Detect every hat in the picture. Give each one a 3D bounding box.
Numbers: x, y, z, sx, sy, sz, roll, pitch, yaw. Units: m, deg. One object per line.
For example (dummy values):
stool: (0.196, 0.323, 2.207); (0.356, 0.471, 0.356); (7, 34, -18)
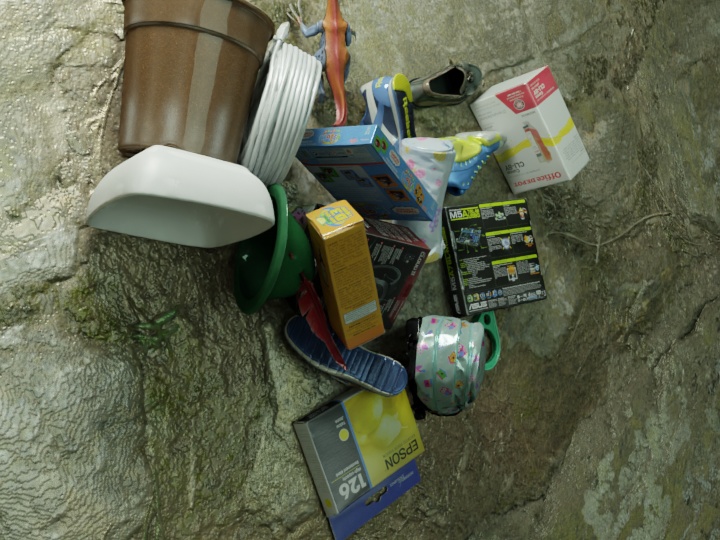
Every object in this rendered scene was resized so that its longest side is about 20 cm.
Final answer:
hat: (-0.066, -0.003, 1.033); (0.174, 0.201, 0.167); (13, 39, -26)

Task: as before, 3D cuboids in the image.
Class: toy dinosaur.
toy dinosaur: (-0.028, -0.349, 1.159); (0.104, 0.201, 0.183); (-11, 135, -28)

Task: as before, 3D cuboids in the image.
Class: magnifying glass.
magnifying glass: (0.229, 0.082, 1.388); (0.079, 0.022, 0.203); (18, 71, -35)

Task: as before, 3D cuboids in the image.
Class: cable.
cable: (-0.118, -0.206, 1.041); (0.069, 0.200, 0.202); (17, 49, -17)

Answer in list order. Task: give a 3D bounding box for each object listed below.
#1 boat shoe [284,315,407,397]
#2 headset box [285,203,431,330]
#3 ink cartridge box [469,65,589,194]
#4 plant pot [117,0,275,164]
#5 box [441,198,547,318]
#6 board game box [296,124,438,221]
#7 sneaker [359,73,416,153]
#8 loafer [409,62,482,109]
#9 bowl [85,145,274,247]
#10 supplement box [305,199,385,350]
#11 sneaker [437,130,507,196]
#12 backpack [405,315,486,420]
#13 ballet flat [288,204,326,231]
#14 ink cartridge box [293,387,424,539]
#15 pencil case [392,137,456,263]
boat shoe: (-0.029, 0.136, 1.140); (0.199, 0.072, 0.073); (31, 66, -2)
headset box: (0.000, 0.000, 1.141); (0.198, 0.077, 0.150); (10, 115, -37)
ink cartridge box: (0.317, -0.257, 1.424); (0.083, 0.144, 0.201); (-41, 108, -33)
plant pot: (-0.221, -0.234, 0.981); (0.199, 0.199, 0.201); (10, 86, -36)
box: (0.236, -0.026, 1.373); (0.198, 0.047, 0.196); (-10, 84, -32)
board game box: (0.006, -0.138, 1.124); (0.200, 0.150, 0.037); (45, 58, -47)
sneaker: (0.045, -0.222, 1.259); (0.074, 0.081, 0.202); (-37, 127, -57)
loafer: (0.162, -0.332, 1.364); (0.199, 0.063, 0.073); (-26, 100, -37)
bowl: (-0.223, -0.091, 0.943); (0.198, 0.199, 0.076); (10, 77, -36)
supplement box: (-0.019, 0.008, 1.040); (0.068, 0.067, 0.202); (-24, 130, -14)
sneaker: (0.186, -0.192, 1.368); (0.198, 0.075, 0.106); (-14, 104, -31)
backpack: (0.133, 0.139, 1.186); (0.200, 0.125, 0.169); (64, 26, -69)
ballet flat: (-0.032, -0.067, 1.170); (0.198, 0.071, 0.070); (11, 71, -36)
ink cartridge box: (0.012, 0.283, 1.177); (0.197, 0.047, 0.202); (-25, 97, -39)
pencil case: (0.099, -0.112, 1.224); (0.083, 0.090, 0.202); (-32, 131, -56)
